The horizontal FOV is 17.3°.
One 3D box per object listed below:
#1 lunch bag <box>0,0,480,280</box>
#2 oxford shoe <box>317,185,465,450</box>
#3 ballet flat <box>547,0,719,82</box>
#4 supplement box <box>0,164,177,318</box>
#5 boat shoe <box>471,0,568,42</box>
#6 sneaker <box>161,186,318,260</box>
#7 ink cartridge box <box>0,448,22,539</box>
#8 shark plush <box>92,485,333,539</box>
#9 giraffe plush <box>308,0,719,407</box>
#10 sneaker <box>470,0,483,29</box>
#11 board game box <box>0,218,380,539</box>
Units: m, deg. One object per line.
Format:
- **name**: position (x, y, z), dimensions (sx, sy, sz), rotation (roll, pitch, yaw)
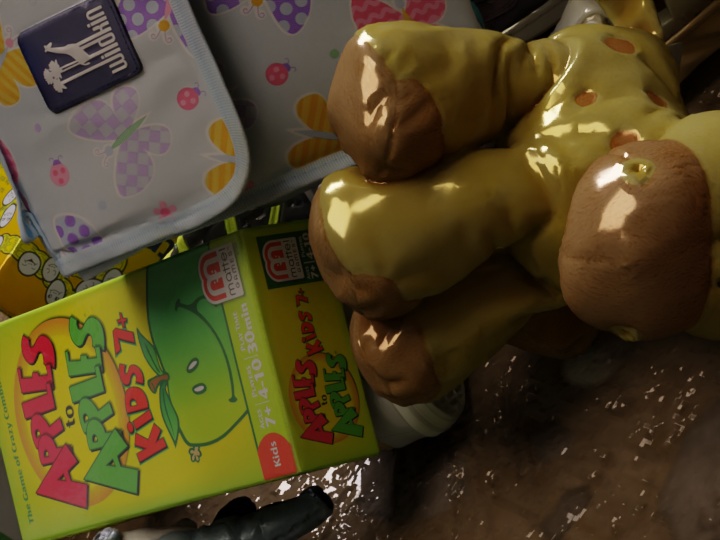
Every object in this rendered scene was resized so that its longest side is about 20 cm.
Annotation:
- **lunch bag**: position (-0.065, -0.104, 0.968), dimensions (0.200, 0.170, 0.127), rotation (-21, 3, -10)
- **oxford shoe**: position (0.000, 0.000, 1.049), dimensions (0.058, 0.075, 0.200), rotation (-33, 41, 23)
- **ballet flat**: position (0.127, -0.114, 1.016), dimensions (0.200, 0.063, 0.069), rotation (-36, 38, 21)
- **supplement box**: position (-0.114, -0.053, 1.205), dimensions (0.200, 0.109, 0.109), rotation (-55, 33, -6)
- **boat shoe**: position (0.046, -0.137, 1.133), dimensions (0.200, 0.065, 0.072), rotation (-35, 33, 21)
- **sneaker**: position (-0.080, 0.032, 1.133), dimensions (0.200, 0.075, 0.076), rotation (-45, -3, 19)
- **ink cartridge box**: position (-0.254, 0.077, 1.210), dimensions (0.200, 0.147, 0.083), rotation (-3, 56, 50)
- **shark plush**: position (-0.090, 0.160, 1.038), dimensions (0.200, 0.091, 0.083), rotation (-30, 59, 2)
- **giraffe plush**: position (0.101, -0.020, 0.893), dimensions (0.200, 0.173, 0.162), rotation (-34, 39, -21)
- **sneaker**: position (-0.037, -0.133, 1.097), dimensions (0.200, 0.078, 0.080), rotation (12, 68, 15)
- **board game box**: position (-0.085, 0.052, 1.026), dimensions (0.200, 0.048, 0.102), rotation (-19, 83, 46)
